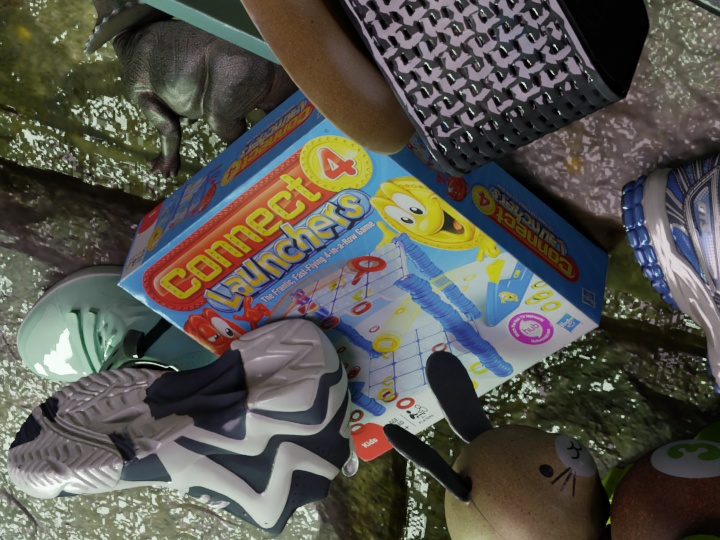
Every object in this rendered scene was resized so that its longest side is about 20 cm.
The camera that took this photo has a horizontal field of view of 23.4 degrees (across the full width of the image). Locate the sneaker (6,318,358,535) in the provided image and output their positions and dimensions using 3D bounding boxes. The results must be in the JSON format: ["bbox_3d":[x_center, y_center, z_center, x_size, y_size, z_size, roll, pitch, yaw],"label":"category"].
[{"bbox_3d":[-0.091,0.113,0.996,0.198,0.080,0.130,-22,130,1],"label":"sneaker"}]

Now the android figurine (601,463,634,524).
[{"bbox_3d":[0.194,0.193,1.045,0.181,0.041,0.201,14,127,19],"label":"android figurine"}]

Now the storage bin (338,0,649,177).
[{"bbox_3d":[0.046,-0.164,0.818,0.093,0.135,0.201,-25,107,26],"label":"storage bin"}]

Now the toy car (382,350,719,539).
[{"bbox_3d":[0.107,0.119,0.918,0.200,0.164,0.158,38,117,2],"label":"toy car"}]

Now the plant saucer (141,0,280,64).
[{"bbox_3d":[-0.110,-0.169,0.947,0.199,0.070,0.019,25,135,10],"label":"plant saucer"}]

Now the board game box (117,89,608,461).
[{"bbox_3d":[0.000,0.000,0.973,0.195,0.056,0.200,37,132,-22],"label":"board game box"}]

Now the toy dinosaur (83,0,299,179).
[{"bbox_3d":[-0.081,-0.107,0.968,0.199,0.077,0.103,15,139,23],"label":"toy dinosaur"}]

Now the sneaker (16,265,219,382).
[{"bbox_3d":[-0.162,0.054,1.085,0.199,0.118,0.074,-12,116,33],"label":"sneaker"}]

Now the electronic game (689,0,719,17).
[{"bbox_3d":[0.164,-0.162,0.763,0.199,0.042,0.200,33,173,4],"label":"electronic game"}]

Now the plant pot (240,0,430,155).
[{"bbox_3d":[-0.018,-0.151,0.835,0.027,0.200,0.201,-26,107,21],"label":"plant pot"}]

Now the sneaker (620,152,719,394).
[{"bbox_3d":[0.219,0.024,0.903,0.085,0.077,0.200,-29,105,31],"label":"sneaker"}]
